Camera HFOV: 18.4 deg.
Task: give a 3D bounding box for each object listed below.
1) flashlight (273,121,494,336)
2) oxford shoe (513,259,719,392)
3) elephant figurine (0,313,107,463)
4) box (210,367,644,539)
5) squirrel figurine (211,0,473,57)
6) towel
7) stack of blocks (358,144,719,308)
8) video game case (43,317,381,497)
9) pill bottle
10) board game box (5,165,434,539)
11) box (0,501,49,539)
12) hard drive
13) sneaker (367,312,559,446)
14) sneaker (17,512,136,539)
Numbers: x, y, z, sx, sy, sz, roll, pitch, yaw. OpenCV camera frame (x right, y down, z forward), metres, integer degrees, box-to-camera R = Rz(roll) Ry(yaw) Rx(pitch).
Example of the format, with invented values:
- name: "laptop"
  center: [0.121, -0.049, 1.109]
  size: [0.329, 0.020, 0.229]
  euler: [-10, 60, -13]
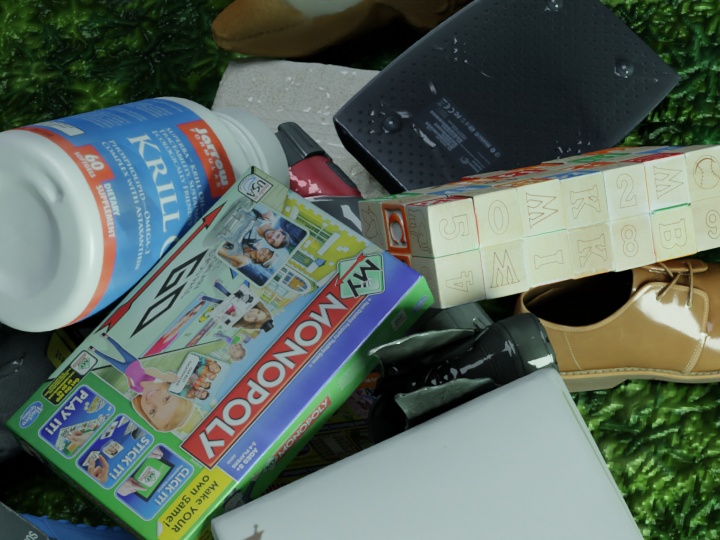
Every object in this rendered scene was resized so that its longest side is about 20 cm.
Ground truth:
- name: "flashlight"
  center: [0.000, 0.000, 1.350]
  size: [0.068, 0.068, 0.200]
  euler: [-28, 67, -28]
- name: "oxford shoe"
  center: [0.187, 0.022, 1.305]
  size: [0.198, 0.071, 0.072]
  euler: [-11, 50, 3]
- name: "elephant figurine"
  center: [-0.240, 0.007, 1.320]
  size: [0.155, 0.201, 0.141]
  euler: [-34, 26, -18]
- name: "box"
  center: [0.059, 0.200, 1.136]
  size: [0.198, 0.172, 0.201]
  euler: [-23, 52, -4]
- name: "squirrel figurine"
  center: [-0.005, -0.246, 1.529]
  size: [0.198, 0.142, 0.187]
  euler: [7, 36, -10]
- name: "towel"
  center: [-0.018, -0.073, 1.447]
  size: [0.199, 0.035, 0.133]
  euler: [9, 56, 20]
- name: "stack of blocks"
  center: [0.101, -0.028, 1.288]
  size: [0.199, 0.059, 0.115]
  euler: [-12, 7, -26]
- name: "video game case"
  center: [-0.054, 0.085, 1.271]
  size: [0.199, 0.026, 0.181]
  euler: [-5, 40, -41]
- name: "pill bottle"
  center: [-0.131, -0.039, 1.274]
  size: [0.112, 0.113, 0.200]
  euler: [24, 26, 28]
- name: "board game box"
  center: [-0.075, 0.049, 1.187]
  size: [0.134, 0.029, 0.200]
  euler: [32, 71, 32]
- name: "box"
  center: [-0.279, 0.142, 1.176]
  size: [0.199, 0.106, 0.123]
  euler: [34, 70, 0]
- name: "hard drive"
  center: [0.092, -0.101, 1.406]
  size: [0.200, 0.042, 0.135]
  euler: [-38, 73, -25]
- name: "sneaker"
  center: [0.046, 0.073, 1.214]
  size: [0.104, 0.200, 0.060]
  euler: [-21, 73, -15]
- name: "sneaker"
  center: [-0.153, 0.174, 1.274]
  size: [0.199, 0.066, 0.079]
  euler: [28, 68, 25]
